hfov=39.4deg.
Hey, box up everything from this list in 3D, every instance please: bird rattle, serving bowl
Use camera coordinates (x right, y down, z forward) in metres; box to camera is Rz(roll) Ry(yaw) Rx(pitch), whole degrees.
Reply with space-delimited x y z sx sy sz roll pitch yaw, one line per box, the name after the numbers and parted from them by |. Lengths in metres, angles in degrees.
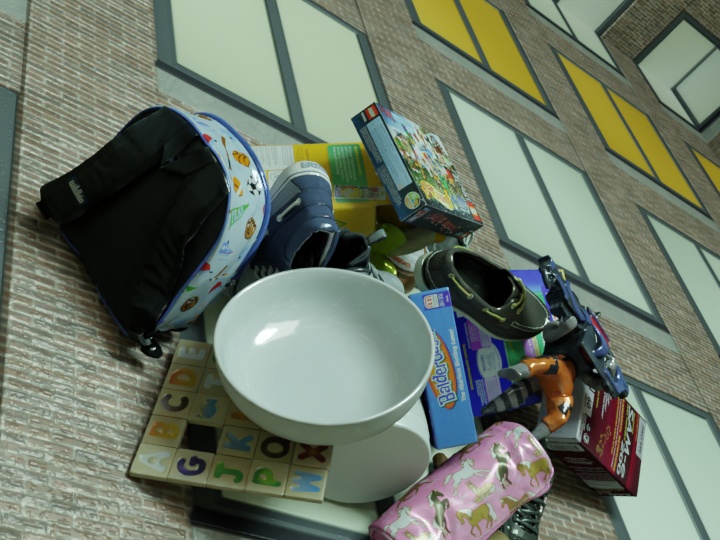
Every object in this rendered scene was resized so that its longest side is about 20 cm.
0.024 -0.072 1.300 0.161 0.114 0.201 -11 46 -12 | bird rattle
-0.034 0.084 0.903 0.197 0.066 0.202 4 40 -3 | serving bowl

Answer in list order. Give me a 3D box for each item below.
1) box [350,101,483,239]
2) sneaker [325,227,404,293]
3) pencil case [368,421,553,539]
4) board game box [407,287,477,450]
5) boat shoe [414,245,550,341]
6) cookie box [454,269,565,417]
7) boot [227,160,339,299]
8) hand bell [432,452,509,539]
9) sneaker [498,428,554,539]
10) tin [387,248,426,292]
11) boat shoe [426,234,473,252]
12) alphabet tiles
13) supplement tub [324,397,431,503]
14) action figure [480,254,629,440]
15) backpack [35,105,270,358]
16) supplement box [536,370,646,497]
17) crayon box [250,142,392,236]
0.072 -0.114 1.204 0.199 0.037 0.138 10 52 -64 | box
0.000 0.000 1.134 0.198 0.140 0.078 -9 56 -44 | sneaker
0.102 0.229 0.982 0.199 0.082 0.087 -34 103 -29 | pencil case
0.078 0.106 1.067 0.200 0.044 0.155 93 -13 -83 | board game box
0.154 0.029 1.166 0.199 0.060 0.073 23 63 -31 | boat shoe
0.207 0.089 1.304 0.199 0.075 0.174 -1 78 -53 | cookie box
-0.085 -0.010 1.012 0.072 0.201 0.091 9 45 -26 | boot
0.118 0.266 1.060 0.103 0.105 0.201 24 24 -33 | hand bell
0.178 0.253 1.133 0.080 0.086 0.201 31 33 -20 | sneaker
0.041 -0.053 1.397 0.111 0.042 0.201 27 33 -22 | tin
0.134 -0.055 1.488 0.074 0.068 0.200 43 29 -3 | boat shoe
-0.100 0.119 0.911 0.164 0.008 0.201 7 39 3 | alphabet tiles
-0.006 0.115 1.021 0.131 0.132 0.202 26 33 -31 | supplement tub
0.216 0.090 1.163 0.193 0.104 0.202 -38 104 -40 | action figure
-0.175 -0.054 0.953 0.201 0.191 0.153 51 29 12 | backpack
0.299 0.204 1.285 0.200 0.060 0.110 42 54 -43 | supplement box
-0.055 -0.095 1.202 0.197 0.052 0.127 -3 44 -6 | crayon box
